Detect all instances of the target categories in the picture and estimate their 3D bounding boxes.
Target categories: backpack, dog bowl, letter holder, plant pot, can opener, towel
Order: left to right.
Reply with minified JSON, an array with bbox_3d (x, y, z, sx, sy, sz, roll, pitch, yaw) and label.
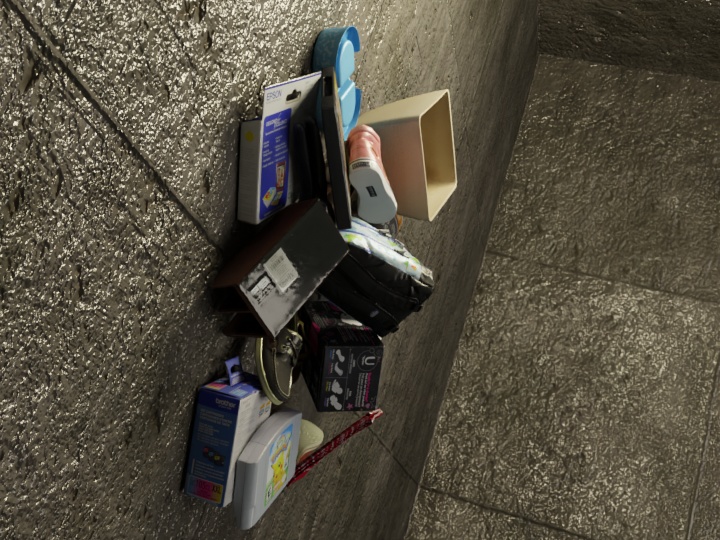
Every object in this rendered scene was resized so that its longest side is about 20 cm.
[{"bbox_3d":[-0.138,-0.003,1.273,0.200,0.141,0.101,-50,119,-33],"label":"letter holder"},{"bbox_3d":[-0.073,-0.144,1.318,0.063,0.078,0.203,-43,136,-48],"label":"can opener"},{"bbox_3d":[-0.048,0.318,1.528,0.199,0.023,0.145,-37,170,3],"label":"towel"},{"bbox_3d":[-0.041,-0.322,1.450,0.112,0.049,0.202,-60,156,-45],"label":"dog bowl"},{"bbox_3d":[0.000,0.000,1.420,0.163,0.198,0.155,-47,-143,36],"label":"backpack"},{"bbox_3d":[0.071,-0.224,1.638,0.200,0.175,0.203,-50,136,-56],"label":"plant pot"}]

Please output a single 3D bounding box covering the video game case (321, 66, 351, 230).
[{"bbox_3d":[-0.039,-0.195,1.335,0.182,0.025,0.202,-93,176,-58],"label":"video game case"}]

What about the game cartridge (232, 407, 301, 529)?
[{"bbox_3d":[-0.144,0.303,1.344,0.200,0.040,0.135,-40,137,-67],"label":"game cartridge"}]

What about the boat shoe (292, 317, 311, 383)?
[{"bbox_3d":[-0.124,0.146,1.488,0.201,0.067,0.073,80,28,-53],"label":"boat shoe"}]

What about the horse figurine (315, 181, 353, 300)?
[{"bbox_3d":[-0.061,-0.066,1.487,0.132,0.050,0.202,-31,121,-16],"label":"horse figurine"}]

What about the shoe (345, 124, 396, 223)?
[{"bbox_3d":[0.019,-0.163,1.458,0.201,0.070,0.092,65,20,-63],"label":"shoe"}]

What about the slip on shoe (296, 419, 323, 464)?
[{"bbox_3d":[-0.131,0.347,1.635,0.062,0.074,0.200,-59,172,23],"label":"slip on shoe"}]

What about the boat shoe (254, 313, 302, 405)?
[{"bbox_3d":[-0.125,0.113,1.341,0.072,0.065,0.203,51,25,-47],"label":"boat shoe"}]

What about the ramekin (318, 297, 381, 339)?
[{"bbox_3d":[-0.020,0.115,1.748,0.200,0.104,0.203,13,90,-74],"label":"ramekin"}]

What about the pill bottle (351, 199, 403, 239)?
[{"bbox_3d":[0.003,-0.064,1.673,0.201,0.115,0.118,-60,156,-46],"label":"pill bottle"}]

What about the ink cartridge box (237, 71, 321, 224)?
[{"bbox_3d":[-0.124,-0.193,1.285,0.198,0.046,0.203,-41,139,-62],"label":"ink cartridge box"}]

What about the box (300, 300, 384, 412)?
[{"bbox_3d":[-0.040,0.153,1.536,0.200,0.113,0.134,-125,-141,-64],"label":"box"}]

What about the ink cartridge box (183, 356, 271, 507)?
[{"bbox_3d":[-0.197,0.239,1.300,0.136,0.075,0.203,-14,117,-74],"label":"ink cartridge box"}]

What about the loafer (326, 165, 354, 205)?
[{"bbox_3d":[-0.051,-0.096,1.546,0.073,0.070,0.203,20,84,-73],"label":"loafer"}]
